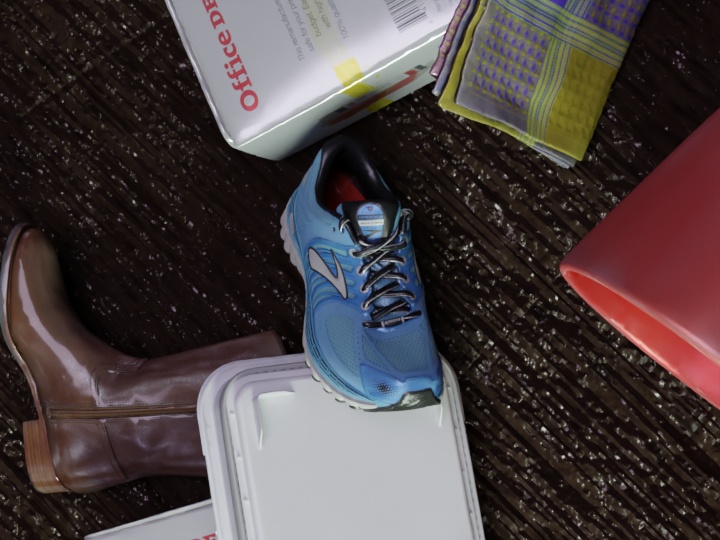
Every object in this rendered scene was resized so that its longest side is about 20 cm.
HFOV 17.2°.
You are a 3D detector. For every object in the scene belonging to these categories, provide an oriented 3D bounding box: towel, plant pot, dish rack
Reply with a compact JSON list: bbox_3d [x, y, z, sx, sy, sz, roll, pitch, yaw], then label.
[{"bbox_3d":[0.126,-0.168,1.424,0.023,0.143,0.201,25,90,47],"label":"towel"},{"bbox_3d":[0.241,-0.011,1.345,0.200,0.200,0.178,38,88,19],"label":"plant pot"},{"bbox_3d":[-0.002,0.142,1.437,0.171,0.044,0.201,-6,78,-20],"label":"dish rack"}]

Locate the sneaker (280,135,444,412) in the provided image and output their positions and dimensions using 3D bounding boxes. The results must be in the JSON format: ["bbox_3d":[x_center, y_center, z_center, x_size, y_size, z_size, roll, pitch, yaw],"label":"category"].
[{"bbox_3d":[0.000,0.000,1.438,0.078,0.090,0.200,-8,50,-20],"label":"sneaker"}]

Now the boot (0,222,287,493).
[{"bbox_3d":[-0.128,0.050,1.535,0.199,0.064,0.187,-7,95,23],"label":"boot"}]

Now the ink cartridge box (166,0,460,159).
[{"bbox_3d":[-0.010,-0.179,1.494,0.199,0.083,0.146,-27,77,16],"label":"ink cartridge box"}]

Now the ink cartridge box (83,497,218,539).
[{"bbox_3d":[-0.078,0.246,1.487,0.144,0.084,0.201,-17,80,17],"label":"ink cartridge box"}]
